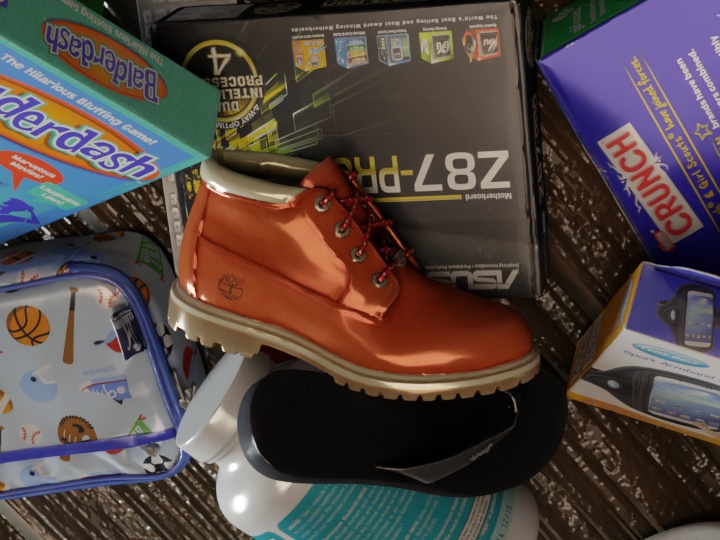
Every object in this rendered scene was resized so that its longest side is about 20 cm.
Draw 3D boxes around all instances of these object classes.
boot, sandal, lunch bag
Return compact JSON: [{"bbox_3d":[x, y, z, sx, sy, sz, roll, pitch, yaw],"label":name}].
[{"bbox_3d":[0.000,0.000,0.736,0.200,0.075,0.107,14,111,10],"label":"boot"},{"bbox_3d":[0.034,0.084,0.765,0.043,0.200,0.076,-33,64,55],"label":"sandal"},{"bbox_3d":[-0.190,0.064,0.868,0.200,0.076,0.160,-8,113,15],"label":"lunch bag"}]

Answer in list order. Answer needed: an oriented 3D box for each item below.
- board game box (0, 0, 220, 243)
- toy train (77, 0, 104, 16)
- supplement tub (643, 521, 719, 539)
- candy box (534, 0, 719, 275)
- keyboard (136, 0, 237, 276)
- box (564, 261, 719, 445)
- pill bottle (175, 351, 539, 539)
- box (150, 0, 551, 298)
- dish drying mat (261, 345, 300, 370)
[{"bbox_3d":[-0.196,-0.080,0.747,0.200,0.045,0.152,-18,146,39],"label":"board game box"},{"bbox_3d":[-0.224,-0.135,0.737,0.200,0.042,0.056,-4,153,17],"label":"toy train"},{"bbox_3d":[0.220,0.262,0.841,0.132,0.132,0.200,-24,107,19],"label":"supplement tub"},{"bbox_3d":[0.214,-0.094,0.722,0.200,0.077,0.169,-28,107,19],"label":"candy box"},{"bbox_3d":[-0.090,-0.090,0.817,0.056,0.011,0.200,-1,113,11],"label":"keyboard"},{"bbox_3d":[0.180,0.049,0.734,0.119,0.200,0.042,17,77,4],"label":"box"},{"bbox_3d":[-0.004,0.122,0.822,0.200,0.111,0.111,35,115,-15],"label":"pill bottle"},{"bbox_3d":[-0.003,-0.065,0.774,0.200,0.049,0.161,0,113,15],"label":"box"},{"bbox_3d":[-0.010,-0.007,0.833,0.077,0.018,0.200,26,115,0],"label":"dish drying mat"}]
